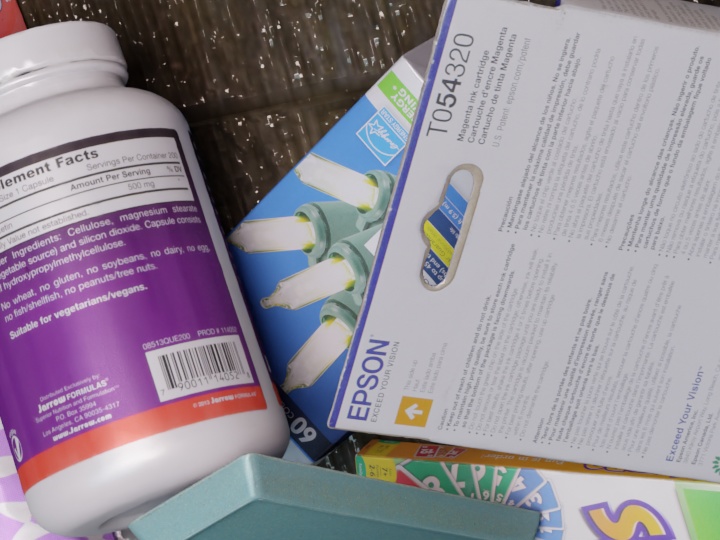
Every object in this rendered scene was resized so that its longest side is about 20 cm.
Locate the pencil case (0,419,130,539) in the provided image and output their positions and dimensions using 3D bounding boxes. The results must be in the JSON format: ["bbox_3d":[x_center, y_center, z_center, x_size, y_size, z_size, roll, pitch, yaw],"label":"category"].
[{"bbox_3d":[-0.162,0.064,1.068,0.085,0.084,0.200,-18,80,-6],"label":"pencil case"}]

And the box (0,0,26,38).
[{"bbox_3d":[-0.229,-0.130,1.089,0.095,0.103,0.200,-14,100,28],"label":"box"}]

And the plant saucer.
[{"bbox_3d":[-0.004,0.111,0.996,0.070,0.200,0.019,-32,61,29],"label":"plant saucer"}]

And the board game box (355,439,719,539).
[{"bbox_3d":[0.096,0.130,1.075,0.200,0.030,0.096,2,108,22],"label":"board game box"}]

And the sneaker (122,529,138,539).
[{"bbox_3d":[-0.161,0.047,1.151,0.200,0.073,0.085,36,90,14],"label":"sneaker"}]

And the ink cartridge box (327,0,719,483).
[{"bbox_3d":[0.101,-0.014,0.957,0.200,0.043,0.197,10,116,-14],"label":"ink cartridge box"}]

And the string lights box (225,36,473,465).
[{"bbox_3d":[0.000,0.000,1.052,0.103,0.059,0.200,48,120,4],"label":"string lights box"}]

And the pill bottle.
[{"bbox_3d":[-0.110,0.003,1.002,0.112,0.112,0.200,-26,77,29],"label":"pill bottle"}]
